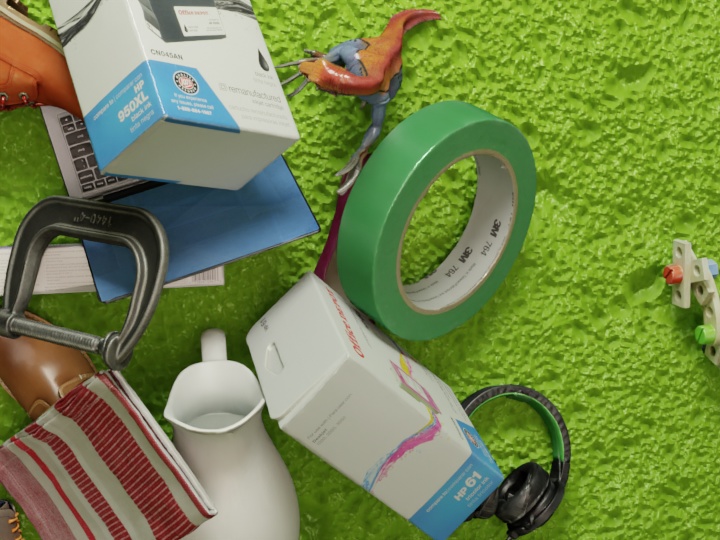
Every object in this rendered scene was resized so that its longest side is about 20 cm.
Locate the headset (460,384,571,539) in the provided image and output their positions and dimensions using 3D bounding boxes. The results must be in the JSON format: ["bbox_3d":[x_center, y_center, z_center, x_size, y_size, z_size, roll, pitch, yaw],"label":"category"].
[{"bbox_3d":[0.131,0.205,1.075,0.122,0.094,0.203,16,81,-14],"label":"headset"}]

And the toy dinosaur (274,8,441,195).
[{"bbox_3d":[-0.003,-0.172,0.956,0.104,0.181,0.202,34,84,-10],"label":"toy dinosaur"}]

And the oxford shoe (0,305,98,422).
[{"bbox_3d":[-0.245,0.112,0.987,0.071,0.071,0.201,-40,102,-5],"label":"oxford shoe"}]

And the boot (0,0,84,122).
[{"bbox_3d":[-0.270,-0.150,0.937,0.199,0.075,0.108,35,87,8],"label":"boot"}]

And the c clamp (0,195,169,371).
[{"bbox_3d":[-0.226,0.027,0.906,0.027,0.197,0.174,24,72,-53],"label":"c clamp"}]

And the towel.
[{"bbox_3d":[-0.214,0.173,0.947,0.145,0.199,0.023,54,39,-3],"label":"towel"}]

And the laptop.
[{"bbox_3d":[-0.155,-0.104,0.962,0.185,0.116,0.203,-18,100,-12],"label":"laptop"}]

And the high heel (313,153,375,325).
[{"bbox_3d":[0.000,0.000,1.020,0.066,0.096,0.203,11,93,-14],"label":"high heel"}]

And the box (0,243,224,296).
[{"bbox_3d":[-0.214,-0.004,0.998,0.196,0.039,0.042,-4,96,-13],"label":"box"}]

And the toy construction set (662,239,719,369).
[{"bbox_3d":[0.384,0.027,1.119,0.196,0.093,0.133,0,120,-6],"label":"toy construction set"}]

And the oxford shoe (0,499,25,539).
[{"bbox_3d":[-0.303,0.239,0.987,0.200,0.071,0.073,44,80,-14],"label":"oxford shoe"}]

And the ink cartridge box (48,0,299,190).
[{"bbox_3d":[-0.148,-0.174,0.901,0.144,0.084,0.203,2,62,-51],"label":"ink cartridge box"}]

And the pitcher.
[{"bbox_3d":[-0.115,0.166,0.998,0.119,0.172,0.203,-5,118,-3],"label":"pitcher"}]

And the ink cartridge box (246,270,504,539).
[{"bbox_3d":[0.010,0.112,0.980,0.085,0.145,0.199,-46,120,9],"label":"ink cartridge box"}]

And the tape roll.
[{"bbox_3d":[0.068,-0.040,1.002,0.199,0.048,0.203,-27,131,-35],"label":"tape roll"}]
